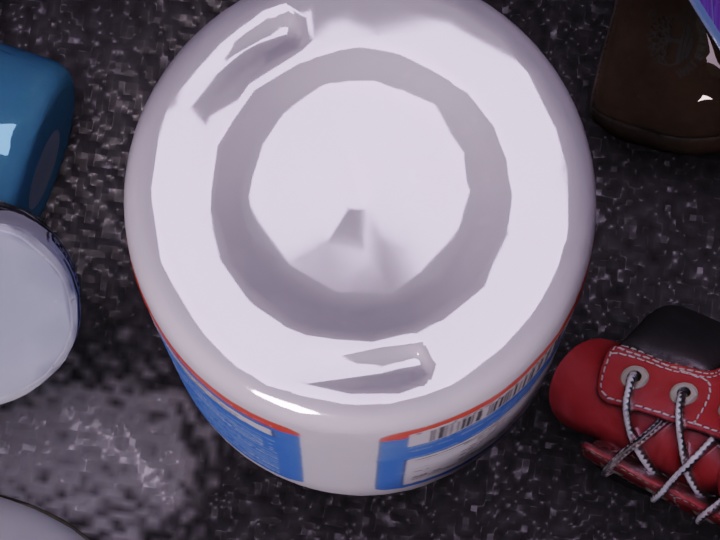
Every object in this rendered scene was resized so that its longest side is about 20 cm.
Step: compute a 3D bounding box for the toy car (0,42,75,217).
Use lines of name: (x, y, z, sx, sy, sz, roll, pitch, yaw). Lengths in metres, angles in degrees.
toy car: (-0.164, -0.115, 0.739, 0.184, 0.200, 0.177, 18, 80, 4)

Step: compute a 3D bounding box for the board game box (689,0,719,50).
board game box: (0.152, -0.108, 0.759, 0.200, 0.039, 0.158, 55, 53, -22)

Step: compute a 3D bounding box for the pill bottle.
pill bottle: (0.000, 0.000, 0.717, 0.112, 0.200, 0.113, 0, 79, -1)

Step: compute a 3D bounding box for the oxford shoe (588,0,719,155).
oxford shoe: (0.098, -0.132, 0.810, 0.084, 0.073, 0.201, 2, 71, 17)

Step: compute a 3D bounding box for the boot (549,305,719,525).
boot: (0.114, 0.068, 0.715, 0.144, 0.200, 0.073, 17, 108, 3)

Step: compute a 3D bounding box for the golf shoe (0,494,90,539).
golf shoe: (-0.169, 0.088, 0.756, 0.199, 0.092, 0.073, 4, 79, -1)

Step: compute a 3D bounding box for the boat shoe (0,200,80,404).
boat shoe: (-0.177, 0.009, 0.736, 0.199, 0.068, 0.074, -12, 108, -8)
